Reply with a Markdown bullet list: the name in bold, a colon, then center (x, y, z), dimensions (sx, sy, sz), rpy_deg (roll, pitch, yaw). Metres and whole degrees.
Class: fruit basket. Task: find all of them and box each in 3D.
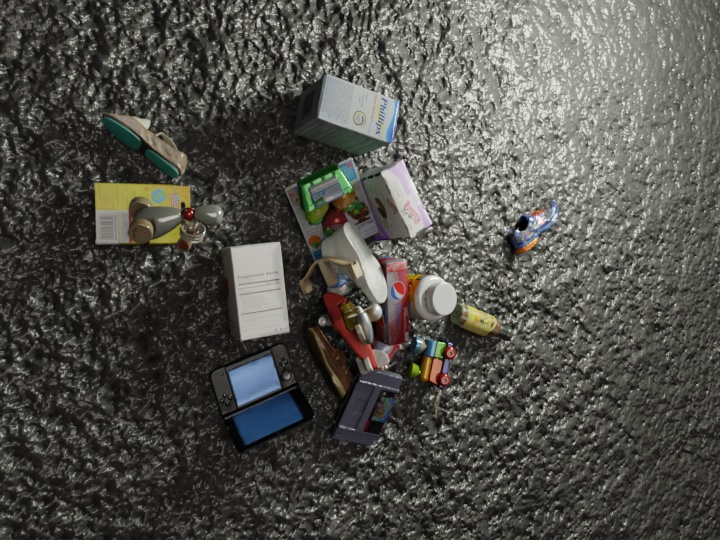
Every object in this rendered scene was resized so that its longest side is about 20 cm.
- **fruit basket**: center (-0.066, -0.143, 1.424), dimensions (0.181, 0.094, 0.205), rpy_deg (-24, 109, -5)

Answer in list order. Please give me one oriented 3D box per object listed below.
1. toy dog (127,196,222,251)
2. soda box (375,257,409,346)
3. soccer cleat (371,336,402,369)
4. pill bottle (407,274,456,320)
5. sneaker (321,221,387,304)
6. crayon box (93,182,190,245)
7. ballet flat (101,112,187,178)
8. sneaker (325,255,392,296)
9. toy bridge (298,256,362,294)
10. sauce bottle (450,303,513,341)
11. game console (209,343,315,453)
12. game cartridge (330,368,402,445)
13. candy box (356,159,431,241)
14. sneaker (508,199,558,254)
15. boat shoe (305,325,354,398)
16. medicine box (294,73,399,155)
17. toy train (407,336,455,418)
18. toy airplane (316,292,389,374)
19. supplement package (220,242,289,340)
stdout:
- **toy dog**: center (-0.391, -0.087, 1.224), dimensions (0.194, 0.098, 0.134), rpy_deg (12, 45, 4)
- **soda box**: center (0.075, 0.075, 1.440), dimensions (0.062, 0.070, 0.207), rpy_deg (-7, 101, -28)
- **soccer cleat**: center (0.045, 0.217, 1.519), dimensions (0.076, 0.067, 0.201), rpy_deg (38, 82, 18)
- **pill bottle**: center (0.151, 0.067, 1.477), dimensions (0.106, 0.198, 0.113), rpy_deg (0, 91, -31)
- **sneaker**: center (-0.019, -0.001, 1.399), dimensions (0.073, 0.114, 0.204), rpy_deg (-25, 88, -50)
- **crayon box**: center (-0.470, -0.120, 1.269), dimensions (0.194, 0.051, 0.132), rpy_deg (-1, 92, -24)
- **ballet flat**: center (-0.461, -0.284, 1.271), dimensions (0.199, 0.067, 0.068), rpy_deg (40, 56, -26)
- **sneaker**: center (0.000, 0.000, 1.477), dimensions (0.196, 0.075, 0.079), rpy_deg (-23, 101, -22)
- **toy bridge**: center (-0.077, 0.003, 1.380), dimensions (0.027, 0.197, 0.069), rpy_deg (-31, 99, -47)
- **sauce bottle**: center (0.345, 0.150, 1.649), dimensions (0.196, 0.064, 0.067), rpy_deg (21, 83, -25)
- **game console**: center (-0.226, 0.287, 1.355), dimensions (0.196, 0.118, 0.176), rpy_deg (-20, 99, -24)
- **game cartridge**: center (0.018, 0.343, 1.479), dimensions (0.127, 0.038, 0.205), rpy_deg (19, 102, -23)
- **candy box**: center (0.068, -0.166, 1.438), dimensions (0.071, 0.199, 0.171), rpy_deg (-31, 104, -20)
- **sneaker**: center (0.508, -0.141, 1.716), dimensions (0.079, 0.075, 0.200), rpy_deg (47, 71, -14)
- **boat shoe**: center (-0.073, 0.217, 1.455), dimensions (0.067, 0.071, 0.204), rpy_deg (-34, 111, -25)
- **medicine box**: center (-0.036, -0.363, 1.395), dimensions (0.195, 0.181, 0.106), rpy_deg (13, 86, -24)
- **toy train**: center (0.175, 0.283, 1.567), dimensions (0.112, 0.084, 0.206), rpy_deg (14, 85, -14)
- **toy airplane**: center (0.005, 0.143, 1.392), dimensions (0.141, 0.200, 0.200), rpy_deg (-43, 127, -4)
- **supplement package**: center (-0.243, 0.044, 1.340), dimensions (0.116, 0.121, 0.207), rpy_deg (-7, 94, -24)
